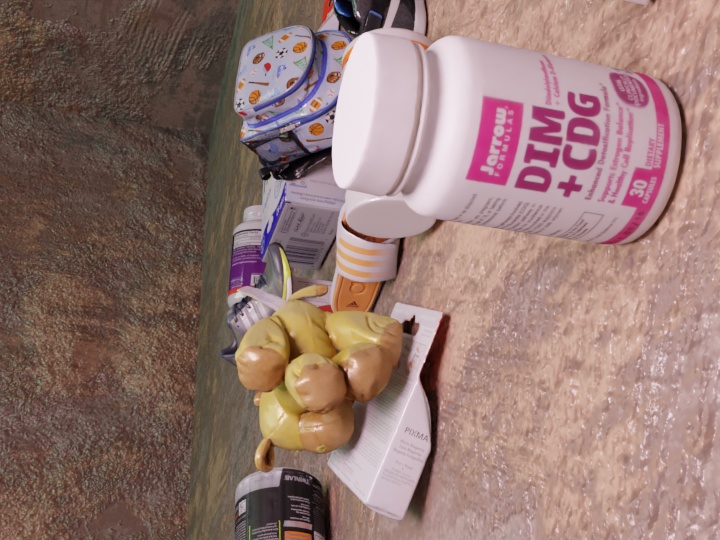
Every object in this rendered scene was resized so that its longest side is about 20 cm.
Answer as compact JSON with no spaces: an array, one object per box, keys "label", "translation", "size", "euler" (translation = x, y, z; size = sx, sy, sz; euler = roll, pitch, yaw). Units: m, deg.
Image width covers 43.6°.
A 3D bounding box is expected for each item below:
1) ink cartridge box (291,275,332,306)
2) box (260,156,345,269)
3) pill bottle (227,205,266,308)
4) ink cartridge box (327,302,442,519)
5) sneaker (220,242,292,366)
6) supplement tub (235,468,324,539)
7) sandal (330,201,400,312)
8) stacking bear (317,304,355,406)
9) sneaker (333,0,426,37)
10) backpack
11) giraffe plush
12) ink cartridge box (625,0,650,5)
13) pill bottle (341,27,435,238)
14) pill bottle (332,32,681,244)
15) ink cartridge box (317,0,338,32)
[{"label":"ink cartridge box","translation":[-0.079,0.133,1.303],"size":[0.145,0.084,0.201],"euler":[113,159,-44]},{"label":"box","translation":[-0.091,-0.136,1.433],"size":[0.184,0.104,0.202],"euler":[122,152,-55]},{"label":"pill bottle","translation":[-0.195,-0.018,1.742],"size":[0.112,0.111,0.202],"euler":[133,142,-65]},{"label":"ink cartridge box","translation":[0.040,0.141,0.952],"size":[0.201,0.057,0.162],"euler":[-63,14,-5]},{"label":"sneaker","translation":[-0.146,0.056,1.274],"size":[0.074,0.080,0.202],"euler":[-126,48,-68]},{"label":"supplement tub","translation":[-0.106,0.376,1.190],"size":[0.123,0.121,0.201],"euler":[115,158,-48]},{"label":"sandal","translation":[0.008,0.000,1.079],"size":[0.060,0.078,0.208],"euler":[-101,15,-45]},{"label":"stacking bear","translation":[-0.044,0.117,1.143],"size":[0.201,0.113,0.122],"euler":[-87,22,-58]},{"label":"sneaker","translation":[0.019,-0.358,1.120],"size":[0.073,0.111,0.201],"euler":[117,155,-49]},{"label":"backpack","translation":[-0.078,-0.254,1.271],"size":[0.154,0.189,0.202],"euler":[48,-143,-56]},{"label":"giraffe plush","translation":[-0.060,0.124,0.936],"size":[0.199,0.172,0.164],"euler":[31,125,43]},{"label":"ink cartridge box","translation":[0.151,-0.276,0.573],"size":[0.201,0.127,0.126],"euler":[112,159,-46]},{"label":"pill bottle","translation":[0.033,-0.145,0.967],"size":[0.114,0.113,0.202],"euler":[129,145,-63]},{"label":"pill bottle","translation":[0.089,-0.084,0.572],"size":[0.113,0.198,0.115],"euler":[-173,90,-75]},{"label":"ink cartridge box","translation":[-0.077,-0.416,1.621],"size":[0.162,0.056,0.202],"euler":[165,107,-74]}]
